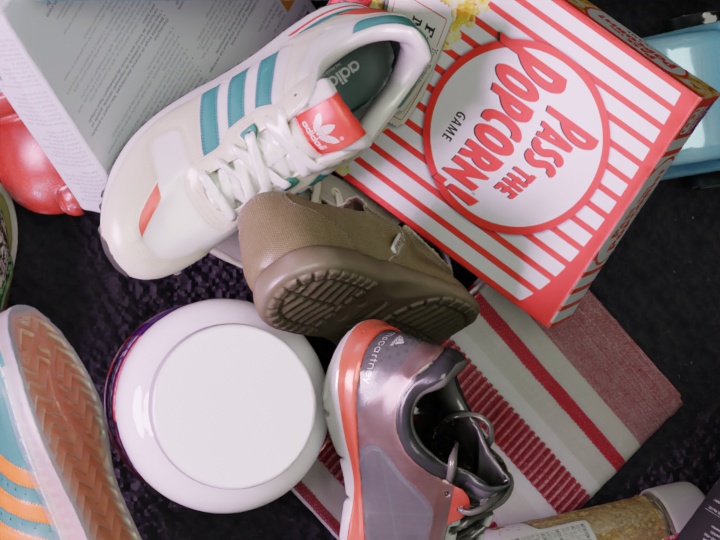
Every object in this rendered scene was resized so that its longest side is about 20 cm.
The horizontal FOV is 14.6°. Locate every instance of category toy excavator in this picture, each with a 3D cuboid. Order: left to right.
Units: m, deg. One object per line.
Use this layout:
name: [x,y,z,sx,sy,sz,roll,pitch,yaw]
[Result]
toy excavator: [0.141,-0.089,1.560,0.200,0.194,0.100,-7,89,-36]

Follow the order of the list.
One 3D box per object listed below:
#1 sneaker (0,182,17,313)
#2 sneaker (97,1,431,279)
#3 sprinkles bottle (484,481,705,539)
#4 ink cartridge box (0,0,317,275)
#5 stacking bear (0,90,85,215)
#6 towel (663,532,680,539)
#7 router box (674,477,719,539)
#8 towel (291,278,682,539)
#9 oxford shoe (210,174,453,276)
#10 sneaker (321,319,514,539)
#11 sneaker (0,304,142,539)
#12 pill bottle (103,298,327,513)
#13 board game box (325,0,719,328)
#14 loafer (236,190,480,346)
sneaker: [-0.218,0.040,1.517,0.077,0.089,0.200,-5,91,-7]
sneaker: [-0.046,-0.069,1.430,0.200,0.093,0.070,-39,108,-16]
sprinkles bottle: [0.100,0.170,1.556,0.200,0.068,0.068,-11,90,-17]
ink cartridge box: [-0.113,-0.134,1.495,0.200,0.041,0.200,58,47,-38]
stacking bear: [-0.184,-0.127,1.523,0.114,0.121,0.200,-23,99,-10]
towel: [0.117,0.228,1.550,0.200,0.022,0.145,-24,134,-6]
router box: [0.256,0.152,1.539,0.052,0.200,0.157,32,83,38]
towel: [0.070,0.094,1.579,0.200,0.023,0.144,-44,110,-6]
oxford shoe: [-0.024,-0.025,1.521,0.200,0.058,0.075,28,75,-36]
sneaker: [0.038,0.122,1.430,0.077,0.082,0.200,-44,130,-42]
sneaker: [-0.171,0.121,1.477,0.080,0.071,0.200,-19,88,25]
pill bottle: [-0.076,0.071,1.481,0.111,0.200,0.112,0,88,-8]
board game box: [0.068,-0.089,1.508,0.200,0.046,0.152,36,107,12]
loafer: [0.000,0.000,1.451,0.076,0.200,0.068,-30,69,15]
